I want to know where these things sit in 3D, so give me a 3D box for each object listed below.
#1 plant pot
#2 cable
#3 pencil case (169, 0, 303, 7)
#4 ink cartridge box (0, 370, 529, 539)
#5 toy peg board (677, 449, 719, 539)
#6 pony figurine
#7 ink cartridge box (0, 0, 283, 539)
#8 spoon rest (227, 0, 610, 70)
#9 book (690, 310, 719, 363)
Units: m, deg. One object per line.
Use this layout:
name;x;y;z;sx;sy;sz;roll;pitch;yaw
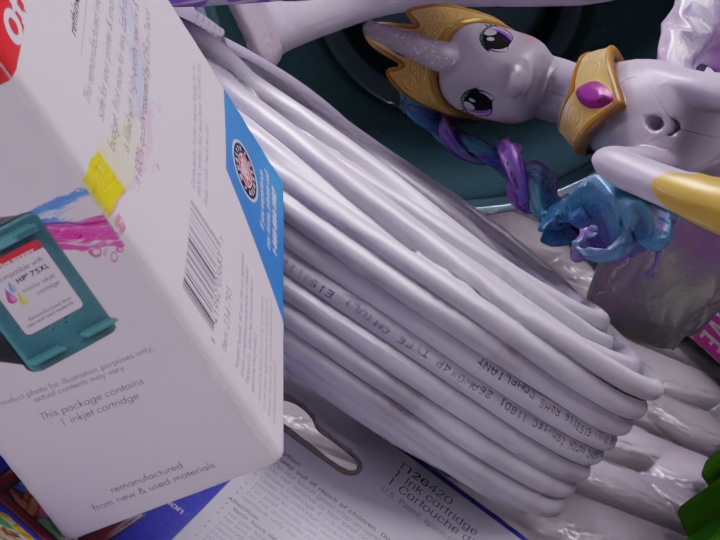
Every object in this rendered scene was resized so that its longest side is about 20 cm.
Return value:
plant pot;0.036;-0.118;1.115;0.200;0.201;0.134;35;-1;0
cable;0.000;0.000;0.916;0.200;0.069;0.200;34;5;-29
pencil case;-0.029;-0.125;0.899;0.200;0.084;0.086;-9;90;-38
ink cartridge box;-0.053;0.080;0.813;0.197;0.047;0.200;36;23;5
toy peg board;0.201;0.111;1.028;0.199;0.098;0.200;50;26;-3
pony figurine;0.121;-0.048;0.966;0.193;0.167;0.200;10;7;-45
ink cartridge box;-0.091;-0.044;0.728;0.116;0.067;0.200;-91;156;-50
spoon rest;0.040;-0.126;1.028;0.100;0.200;0.061;65;-14;-1
book;0.141;-0.024;1.214;0.200;0.048;0.133;44;29;20
